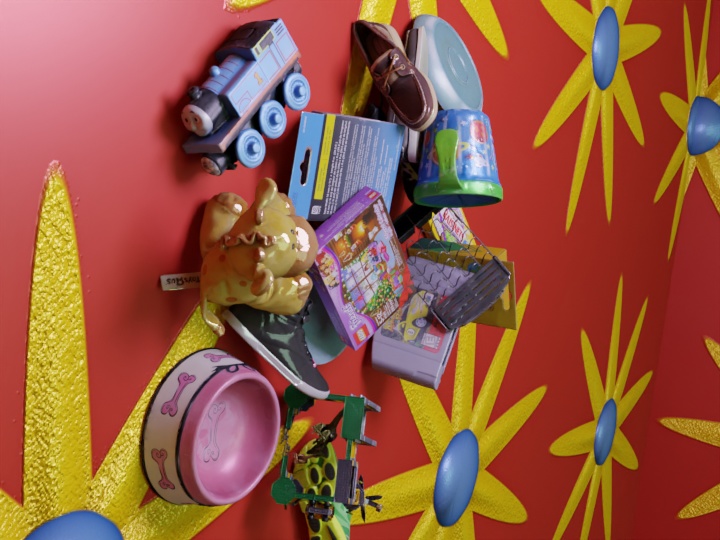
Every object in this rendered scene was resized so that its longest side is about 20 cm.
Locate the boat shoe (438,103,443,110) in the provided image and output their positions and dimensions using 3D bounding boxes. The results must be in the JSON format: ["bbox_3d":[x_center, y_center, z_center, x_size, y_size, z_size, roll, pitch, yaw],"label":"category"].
[{"bbox_3d":[0.152,-0.258,1.522,0.202,0.069,0.072,59,35,-47],"label":"boat shoe"}]

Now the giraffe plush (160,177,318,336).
[{"bbox_3d":[-0.117,-0.027,1.041,0.198,0.162,0.174,-25,89,-34],"label":"giraffe plush"}]

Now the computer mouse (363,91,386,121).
[{"bbox_3d":[0.020,-0.260,1.362,0.059,0.034,0.203,27,69,-64],"label":"computer mouse"}]

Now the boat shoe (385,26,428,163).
[{"bbox_3d":[0.066,-0.266,1.349,0.072,0.060,0.205,5,89,-74],"label":"boat shoe"}]

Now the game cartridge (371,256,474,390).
[{"bbox_3d":[0.096,0.081,1.463,0.202,0.131,0.041,-70,156,-14],"label":"game cartridge"}]

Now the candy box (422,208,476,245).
[{"bbox_3d":[0.163,-0.066,1.630,0.103,0.026,0.201,-64,144,-30],"label":"candy box"}]

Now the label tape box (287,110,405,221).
[{"bbox_3d":[-0.037,-0.145,1.245,0.198,0.063,0.146,0,105,-44],"label":"label tape box"}]

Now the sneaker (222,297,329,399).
[{"bbox_3d":[-0.083,0.087,1.189,0.099,0.071,0.200,-46,120,-3],"label":"sneaker"}]

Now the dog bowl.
[{"bbox_3d":[-0.179,0.204,1.129,0.199,0.073,0.203,-21,116,-54],"label":"dog bowl"}]

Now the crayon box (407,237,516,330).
[{"bbox_3d":[0.182,0.022,1.521,0.051,0.198,0.129,-35,126,-47],"label":"crayon box"}]

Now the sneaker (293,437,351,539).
[{"bbox_3d":[-0.056,0.343,1.372,0.084,0.073,0.203,-64,149,-68],"label":"sneaker"}]

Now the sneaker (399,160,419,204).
[{"bbox_3d":[0.070,-0.204,1.436,0.082,0.071,0.203,-11,108,-29],"label":"sneaker"}]

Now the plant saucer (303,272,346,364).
[{"bbox_3d":[-0.059,0.033,1.301,0.200,0.038,0.204,-19,114,-53],"label":"plant saucer"}]

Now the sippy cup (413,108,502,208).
[{"bbox_3d":[0.146,-0.168,1.340,0.138,0.178,0.133,3,84,-19],"label":"sippy cup"}]

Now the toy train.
[{"bbox_3d":[-0.142,-0.208,1.078,0.201,0.086,0.115,-56,131,-29],"label":"toy train"}]

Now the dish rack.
[{"bbox_3d":[0.135,-0.015,1.426,0.153,0.201,0.055,-40,165,-1],"label":"dish rack"}]

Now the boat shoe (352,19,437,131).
[{"bbox_3d":[0.042,-0.284,1.279,0.071,0.072,0.202,11,48,-49],"label":"boat shoe"}]

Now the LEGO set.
[{"bbox_3d":[-0.044,0.258,1.284,0.116,0.151,0.203,48,39,-68],"label":"LEGO set"}]

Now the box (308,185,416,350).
[{"bbox_3d":[0.000,0.000,1.275,0.137,0.039,0.201,-42,135,-20],"label":"box"}]

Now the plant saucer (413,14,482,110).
[{"bbox_3d":[0.151,-0.331,1.464,0.200,0.027,0.202,39,39,-42],"label":"plant saucer"}]
